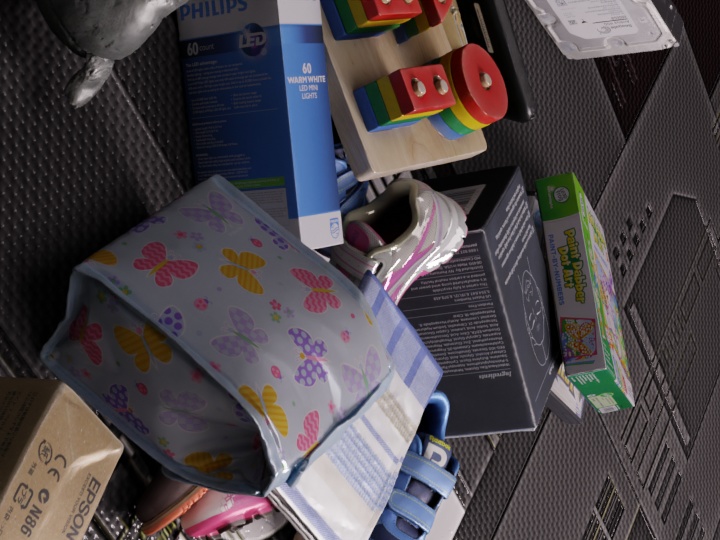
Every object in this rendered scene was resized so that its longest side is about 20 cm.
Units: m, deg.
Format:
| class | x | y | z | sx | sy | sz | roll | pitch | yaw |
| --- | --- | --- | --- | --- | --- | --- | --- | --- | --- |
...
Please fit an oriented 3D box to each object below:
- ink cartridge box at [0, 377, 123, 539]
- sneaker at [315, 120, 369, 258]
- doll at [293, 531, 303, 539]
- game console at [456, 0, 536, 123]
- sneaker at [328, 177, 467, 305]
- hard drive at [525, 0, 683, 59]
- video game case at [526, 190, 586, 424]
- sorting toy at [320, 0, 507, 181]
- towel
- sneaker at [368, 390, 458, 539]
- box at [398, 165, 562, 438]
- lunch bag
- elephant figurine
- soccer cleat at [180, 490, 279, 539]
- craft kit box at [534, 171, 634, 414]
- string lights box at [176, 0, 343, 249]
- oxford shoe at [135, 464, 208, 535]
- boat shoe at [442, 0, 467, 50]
| class | x | y | z | sx | sy | sz | roll | pitch | yaw |
| --- | --- | --- | --- | --- | --- | --- | --- | --- | --- |
| ink cartridge box | -0.249 | 0.160 | 0.881 | 0.075 | 0.164 | 0.201 | 53 | 48 | -42 |
| sneaker | -0.025 | -0.083 | 1.290 | 0.201 | 0.082 | 0.074 | 60 | 42 | -37 |
| doll | 0.011 | 0.261 | 1.347 | 0.200 | 0.048 | 0.137 | 36 | 45 | -47 |
| game console | 0.127 | -0.264 | 1.497 | 0.116 | 0.176 | 0.201 | -31 | 116 | -20 |
| sneaker | 0.000 | 0.000 | 1.282 | 0.201 | 0.081 | 0.088 | -54 | 144 | -9 |
| hard drive | 0.239 | -0.297 | 1.634 | 0.200 | 0.139 | 0.038 | 43 | 55 | -46 |
| video game case | 0.204 | 0.042 | 1.662 | 0.200 | 0.025 | 0.182 | 41 | 55 | -46 |
| sorting toy | 0.039 | -0.189 | 1.274 | 0.198 | 0.069 | 0.201 | -17 | 86 | -57 |
| towel | -0.006 | 0.121 | 1.225 | 0.147 | 0.024 | 0.201 | 54 | 53 | -41 |
| sneaker | 0.036 | 0.182 | 1.307 | 0.074 | 0.082 | 0.201 | 38 | 38 | -34 |
| box | 0.106 | 0.028 | 1.427 | 0.149 | 0.106 | 0.201 | -54 | 131 | -59 |
| lunch bag | -0.093 | 0.057 | 1.084 | 0.170 | 0.199 | 0.128 | -42 | 165 | -49 |
| elephant figurine | -0.199 | -0.244 | 1.019 | 0.200 | 0.141 | 0.156 | 42 | 27 | -45 |
| soccer cleat | -0.079 | 0.150 | 1.226 | 0.199 | 0.070 | 0.087 | -16 | 79 | -52 |
| craft kit box | 0.225 | 0.027 | 1.549 | 0.200 | 0.048 | 0.199 | 40 | 37 | -68 |
| string lights box | -0.078 | -0.115 | 1.197 | 0.059 | 0.102 | 0.202 | -12 | 98 | -54 |
| oxford shoe | -0.123 | 0.108 | 1.169 | 0.072 | 0.071 | 0.201 | 41 | 52 | -14 |
| boat shoe | 0.071 | -0.209 | 1.422 | 0.071 | 0.076 | 0.201 | -28 | 118 | -5 |
